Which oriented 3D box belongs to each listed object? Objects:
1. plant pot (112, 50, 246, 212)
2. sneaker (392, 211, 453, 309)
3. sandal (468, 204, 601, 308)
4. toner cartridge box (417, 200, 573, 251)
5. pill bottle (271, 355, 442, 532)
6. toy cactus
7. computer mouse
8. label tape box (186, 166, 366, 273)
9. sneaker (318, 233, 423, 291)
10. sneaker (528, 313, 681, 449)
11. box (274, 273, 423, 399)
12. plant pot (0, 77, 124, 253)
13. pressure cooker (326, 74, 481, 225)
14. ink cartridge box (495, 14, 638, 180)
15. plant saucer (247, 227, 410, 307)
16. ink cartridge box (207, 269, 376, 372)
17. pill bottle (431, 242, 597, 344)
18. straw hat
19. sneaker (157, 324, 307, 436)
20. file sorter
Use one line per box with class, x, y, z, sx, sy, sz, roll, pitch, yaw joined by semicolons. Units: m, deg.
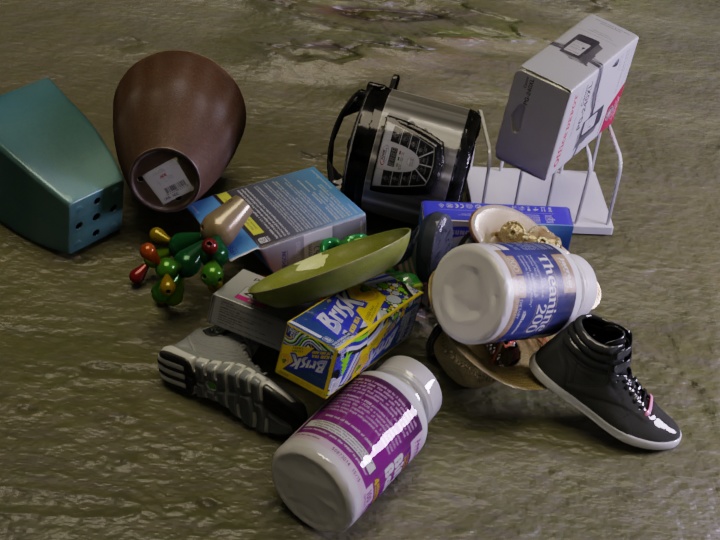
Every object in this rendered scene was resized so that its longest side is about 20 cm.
plant pot;-0.249;-0.166;1.646;0.185;0.188;0.201;3;32;-4
sneaker;0.064;-0.018;1.520;0.081;0.200;0.070;26;65;12
sandal;0.238;-0.023;1.558;0.211;0.069;0.078;35;65;-20
toner cartridge box;0.174;-0.039;1.636;0.198;0.096;0.043;2;39;-4
pill bottle;0.003;0.179;1.332;0.112;0.113;0.200;26;44;24
toy cactus;-0.205;-0.031;1.512;0.165;0.102;0.200;-48;17;-19
computer mouse;0.133;0.027;1.544;0.058;0.034;0.201;35;62;-23
label tape box;-0.112;-0.057;1.640;0.199;0.067;0.143;-20;40;-24
sneaker;0.000;0.000;1.524;0.074;0.084;0.199;-14;16;-33
sneaker;0.300;0.126;1.412;0.199;0.099;0.071;32;35;-3
box;-0.010;0.065;1.359;0.070;0.065;0.200;26;27;20
plant pot;-0.411;-0.126;1.638;0.200;0.142;0.141;40;49;25
pressure cooker;0.054;-0.155;1.698;0.198;0.179;0.177;16;50;5
ink cartridge box;0.274;-0.231;1.647;0.083;0.146;0.200;30;45;22
plant saucer;-0.031;0.001;1.414;0.198;0.031;0.200;-21;8;3
ink cartridge box;-0.059;0.051;1.489;0.198;0.044;0.174;21;25;11
pill bottle;0.183;0.024;1.418;0.199;0.112;0.111;-2;34;-46
straw hat;0.139;0.093;1.475;0.200;0.085;0.202;26;36;-20
sneaker;-0.127;0.110;1.433;0.199;0.076;0.115;23;39;21
file sorter;0.259;-0.144;1.753;0.198;0.125;0.139;2;39;-5
